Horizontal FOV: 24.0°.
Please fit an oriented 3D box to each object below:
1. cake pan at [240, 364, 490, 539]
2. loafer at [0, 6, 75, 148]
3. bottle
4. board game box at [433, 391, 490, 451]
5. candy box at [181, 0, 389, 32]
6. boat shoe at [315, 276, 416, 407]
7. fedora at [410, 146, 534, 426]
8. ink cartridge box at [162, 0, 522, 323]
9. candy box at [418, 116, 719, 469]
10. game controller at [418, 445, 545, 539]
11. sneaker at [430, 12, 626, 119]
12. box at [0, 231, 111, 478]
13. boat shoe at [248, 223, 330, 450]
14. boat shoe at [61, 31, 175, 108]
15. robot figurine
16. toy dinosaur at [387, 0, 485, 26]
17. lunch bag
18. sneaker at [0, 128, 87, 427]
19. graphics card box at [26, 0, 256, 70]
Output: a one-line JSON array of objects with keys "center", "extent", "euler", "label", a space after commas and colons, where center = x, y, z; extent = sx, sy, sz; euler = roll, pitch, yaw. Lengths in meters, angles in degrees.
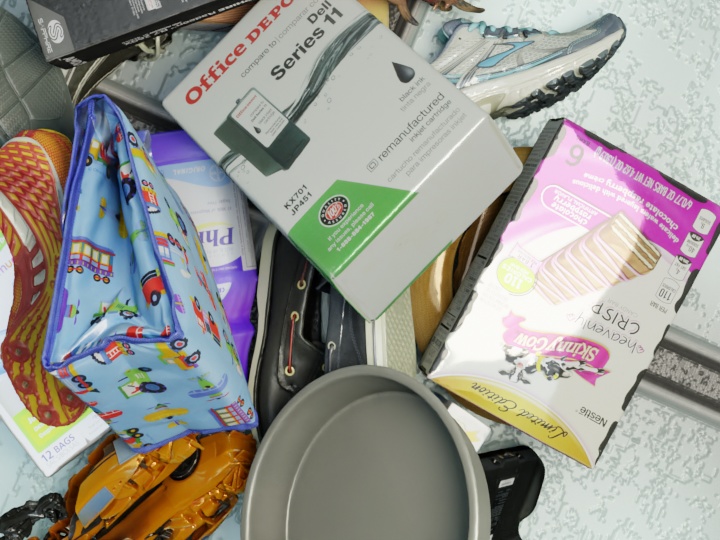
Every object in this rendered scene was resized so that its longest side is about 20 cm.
[{"center": [0.005, 0.164, 1.094], "extent": [0.199, 0.037, 0.203], "euler": [-11, 72, 39], "label": "cake pan"}, {"center": [-0.227, -0.090, 1.182], "extent": [0.072, 0.063, 0.201], "euler": [-44, 109, -34], "label": "loafer"}, {"center": [-0.117, -0.002, 1.232], "extent": [0.082, 0.065, 0.203], "euler": [-7, 90, 3], "label": "bottle"}, {"center": [0.017, 0.182, 1.205], "extent": [0.034, 0.134, 0.201], "euler": [34, 87, -2], "label": "board game box"}, {"center": [-0.078, -0.230, 1.204], "extent": [0.198, 0.056, 0.118], "euler": [0, 92, -28], "label": "candy box"}, {"center": [0.000, 0.000, 1.178], "extent": [0.062, 0.074, 0.203], "euler": [-7, 79, 28], "label": "boat shoe"}, {"center": [0.121, 0.010, 1.238], "extent": [0.198, 0.082, 0.203], "euler": [0, 94, -4], "label": "fedora"}, {"center": [-0.015, -0.090, 1.118], "extent": [0.147, 0.083, 0.200], "euler": [-46, 58, -1], "label": "ink cartridge box"}, {"center": [0.145, 0.015, 1.167], "extent": [0.135, 0.061, 0.202], "euler": [28, 92, -5], "label": "candy box"}, {"center": [0.081, 0.175, 1.179], "extent": [0.042, 0.200, 0.106], "euler": [14, 93, 21], "label": "game controller"}, {"center": [0.100, -0.154, 1.242], "extent": [0.198, 0.078, 0.087], "euler": [-25, 83, -6], "label": "sneaker"}, {"center": [-0.235, 0.032, 1.207], "extent": [0.112, 0.101, 0.201], "euler": [-37, 92, -3], "label": "box"}, {"center": [-0.037, 0.063, 1.227], "extent": [0.063, 0.073, 0.204], "euler": [1, 87, 35], "label": "boat shoe"}, {"center": [-0.163, -0.187, 1.229], "extent": [0.063, 0.071, 0.201], "euler": [33, 86, -1], "label": "boat shoe"}, {"center": [-0.168, 0.177, 1.188], "extent": [0.200, 0.058, 0.145], "euler": [-44, 137, 13], "label": "robot figurine"}, {"center": [0.101, -0.246, 1.239], "extent": [0.197, 0.086, 0.137], "euler": [-2, 90, -9], "label": "toy dinosaur"}, {"center": [-0.137, -0.007, 1.096], "extent": [0.093, 0.151, 0.202], "euler": [-13, 61, 10], "label": "lunch bag"}, {"center": [-0.199, 0.005, 1.127], "extent": [0.072, 0.077, 0.203], "euler": [3, 105, 13], "label": "sneaker"}, {"center": [-0.129, -0.223, 1.109], "extent": [0.198, 0.051, 0.127], "euler": [-19, 89, 5], "label": "graphics card box"}]
